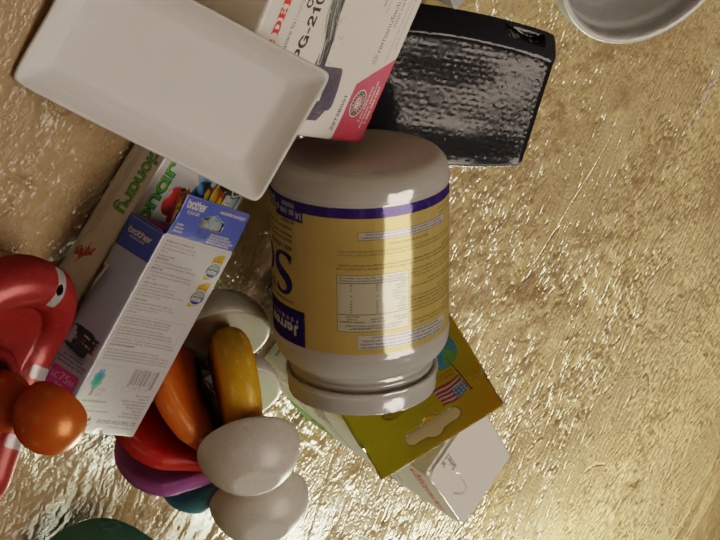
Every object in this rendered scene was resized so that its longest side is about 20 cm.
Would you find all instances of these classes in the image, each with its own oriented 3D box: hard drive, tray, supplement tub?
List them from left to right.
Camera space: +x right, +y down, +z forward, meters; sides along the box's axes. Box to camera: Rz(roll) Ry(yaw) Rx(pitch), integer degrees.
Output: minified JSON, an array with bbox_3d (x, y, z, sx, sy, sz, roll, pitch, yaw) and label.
[{"bbox_3d":[-0.130,-0.136,1.361,0.200,0.022,0.108,26,102,-25],"label":"tray"},{"bbox_3d":[0.000,0.000,1.580,0.145,0.145,0.201,-25,122,-47],"label":"supplement tub"},{"bbox_3d":[0.060,-0.150,1.636,0.199,0.042,0.135,7,116,-21],"label":"hard drive"}]

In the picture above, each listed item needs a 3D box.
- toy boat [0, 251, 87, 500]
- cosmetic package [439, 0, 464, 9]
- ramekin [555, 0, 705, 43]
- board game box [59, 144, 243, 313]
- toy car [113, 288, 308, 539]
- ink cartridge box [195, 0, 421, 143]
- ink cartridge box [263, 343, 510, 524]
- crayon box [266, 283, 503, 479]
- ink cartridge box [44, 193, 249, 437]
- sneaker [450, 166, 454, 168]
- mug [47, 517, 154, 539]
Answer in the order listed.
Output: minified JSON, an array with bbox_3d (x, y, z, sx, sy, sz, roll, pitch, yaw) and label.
[{"bbox_3d":[-0.245,0.089,1.363,0.130,0.130,0.201,29,78,-63],"label":"toy boat"},{"bbox_3d":[0.092,-0.315,1.575,0.200,0.102,0.074,-50,150,-15],"label":"cosmetic package"},{"bbox_3d":[0.237,-0.314,1.755,0.200,0.105,0.201,-19,135,-20],"label":"ramekin"},{"bbox_3d":[-0.161,-0.027,1.511,0.200,0.035,0.126,-59,152,0],"label":"board game box"},{"bbox_3d":[-0.131,0.129,1.613,0.149,0.175,0.200,-14,145,-6],"label":"toy car"},{"bbox_3d":[-0.054,-0.182,1.479,0.200,0.084,0.145,1,116,-58],"label":"ink cartridge box"},{"bbox_3d":[0.025,0.129,1.796,0.084,0.200,0.146,-53,152,-11],"label":"ink cartridge box"},{"bbox_3d":[0.023,0.070,1.697,0.127,0.200,0.051,-31,161,0],"label":"crayon box"},{"bbox_3d":[-0.164,0.030,1.474,0.200,0.042,0.119,-59,159,6],"label":"ink cartridge box"},{"bbox_3d":[0.046,-0.101,1.727,0.077,0.085,0.201,-20,134,-50],"label":"sneaker"},{"bbox_3d":[-0.225,0.296,1.642,0.152,0.114,0.186,-24,137,-49],"label":"mug"}]
